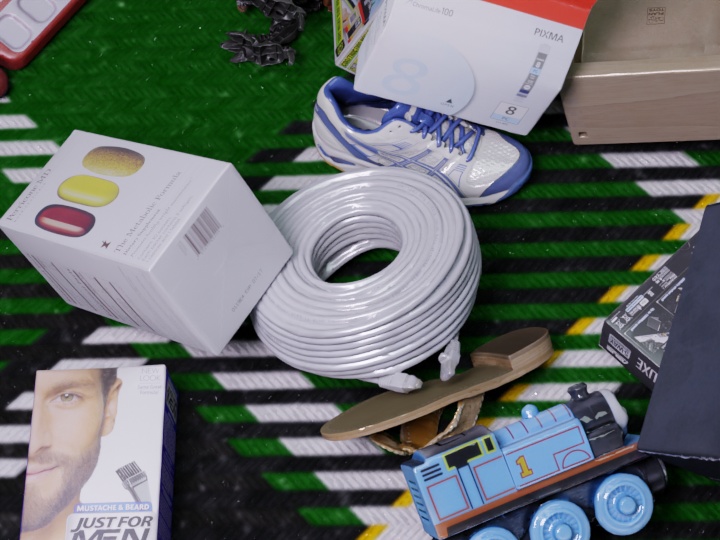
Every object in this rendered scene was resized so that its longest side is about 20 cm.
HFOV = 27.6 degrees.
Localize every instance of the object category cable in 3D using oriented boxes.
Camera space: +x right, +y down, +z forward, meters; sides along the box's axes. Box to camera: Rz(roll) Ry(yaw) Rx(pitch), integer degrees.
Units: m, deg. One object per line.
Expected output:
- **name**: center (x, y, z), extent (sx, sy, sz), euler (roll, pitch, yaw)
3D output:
- **cable**: center (0.000, 0.000, 1.196), extent (0.199, 0.069, 0.201), euler (3, 49, 22)

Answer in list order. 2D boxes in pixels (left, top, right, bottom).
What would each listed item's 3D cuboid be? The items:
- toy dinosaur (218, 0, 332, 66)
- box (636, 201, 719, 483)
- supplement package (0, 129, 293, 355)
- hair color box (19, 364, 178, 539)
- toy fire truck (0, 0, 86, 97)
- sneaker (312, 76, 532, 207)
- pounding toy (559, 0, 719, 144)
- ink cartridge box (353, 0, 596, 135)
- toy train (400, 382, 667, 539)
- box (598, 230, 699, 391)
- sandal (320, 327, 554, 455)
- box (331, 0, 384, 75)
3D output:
- **toy dinosaur**: center (-0.064, -0.267, 1.363), extent (0.199, 0.103, 0.136), euler (13, 47, 23)
- **box**: center (0.336, 0.072, 1.066), extent (0.196, 0.124, 0.201), euler (23, 79, -19)
- **supplement package**: center (-0.176, -0.026, 1.185), extent (0.199, 0.110, 0.114), euler (14, 60, 40)
- **hair color box**: center (-0.204, 0.178, 1.145), extent (0.108, 0.065, 0.201), euler (-3, 60, 3)
- **toy fire truck**: center (-0.373, -0.247, 1.369), extent (0.168, 0.112, 0.200), euler (37, 70, 1)
- **sneaker**: center (0.052, -0.114, 1.272), extent (0.199, 0.088, 0.076), euler (11, 61, 8)
- **pounding toy**: center (0.282, -0.213, 1.299), extent (0.183, 0.142, 0.201), euler (0, 60, 18)
- **ink cartridge box**: center (0.099, -0.194, 1.168), extent (0.159, 0.200, 0.048), euler (14, 61, -12)
- **toy train**: center (0.131, 0.161, 1.103), extent (0.199, 0.087, 0.115), euler (-21, 90, -7)
- **box**: center (0.319, 0.037, 1.194), extent (0.200, 0.050, 0.158), euler (-42, 67, -17)
- **sandal**: center (0.073, 0.117, 1.159), extent (0.211, 0.077, 0.070), euler (-24, 103, -25)
- **box**: center (0.016, -0.275, 1.299), extent (0.035, 0.110, 0.201), euler (22, 41, -25)
